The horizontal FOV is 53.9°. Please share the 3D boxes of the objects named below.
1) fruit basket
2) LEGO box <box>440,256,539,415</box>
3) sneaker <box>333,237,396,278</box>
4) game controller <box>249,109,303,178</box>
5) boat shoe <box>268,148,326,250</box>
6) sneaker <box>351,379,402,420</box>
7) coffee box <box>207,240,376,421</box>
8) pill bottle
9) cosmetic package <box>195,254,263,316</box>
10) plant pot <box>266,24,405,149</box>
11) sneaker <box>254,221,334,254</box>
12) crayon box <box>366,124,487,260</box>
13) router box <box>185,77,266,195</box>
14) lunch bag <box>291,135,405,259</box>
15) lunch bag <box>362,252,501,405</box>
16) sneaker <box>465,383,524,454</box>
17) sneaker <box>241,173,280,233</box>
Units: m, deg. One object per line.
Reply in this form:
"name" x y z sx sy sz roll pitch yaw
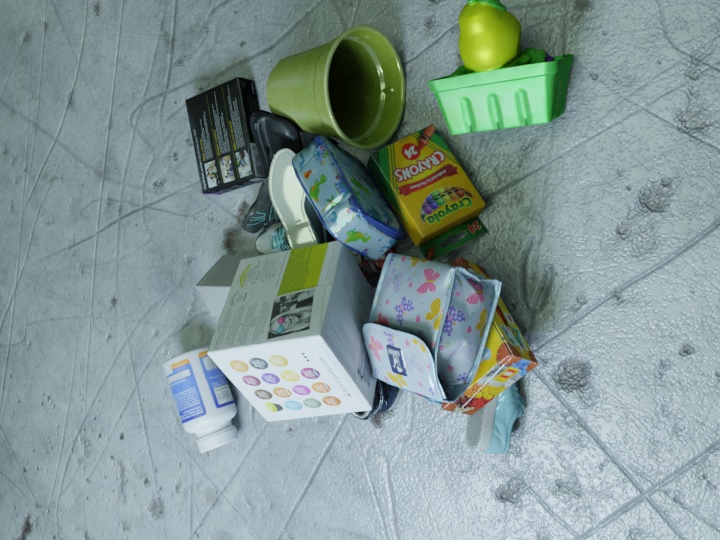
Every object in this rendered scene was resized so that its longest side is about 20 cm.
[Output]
"fruit basket" 0.207 -0.317 1.072 0.215 0.155 0.216 11 114 26
"LEGO box" 0.167 0.105 1.136 0.149 0.077 0.200 -44 49 25
"sneaker" 0.000 0.000 1.270 0.108 0.067 0.202 17 108 19
"game controller" -0.140 -0.202 1.292 0.104 0.042 0.200 15 144 22
"boat shoe" -0.105 -0.112 1.229 0.073 0.062 0.200 -14 92 22
"sneaker" 0.030 0.160 1.223 0.077 0.146 0.203 14 100 30
"coffee box" -0.093 0.101 1.145 0.197 0.200 0.200 -10 44 21
"pill bottle" -0.321 0.264 1.452 0.112 0.112 0.200 -25 82 29
"cosmetic package" -0.202 0.029 1.350 0.200 0.107 0.090 1 129 30
"plant pot" -0.055 -0.308 1.223 0.184 0.200 0.201 7 98 41
"sneaker" -0.127 -0.068 1.327 0.200 0.086 0.078 -11 87 30
"crayon box" 0.115 -0.128 1.165 0.127 0.051 0.200 -28 78 -16
"router box" -0.265 -0.264 1.411 0.149 0.051 0.200 -11 88 32
"lunch bag" -0.018 -0.120 1.161 0.082 0.161 0.200 -40 56 16
"lunch bag" 0.096 0.087 1.065 0.169 0.127 0.200 16 90 54
"sneaker" 0.231 0.203 1.164 0.074 0.082 0.200 5 80 69
"sneaker" -0.164 -0.114 1.319 0.079 0.075 0.200 34 146 -8
